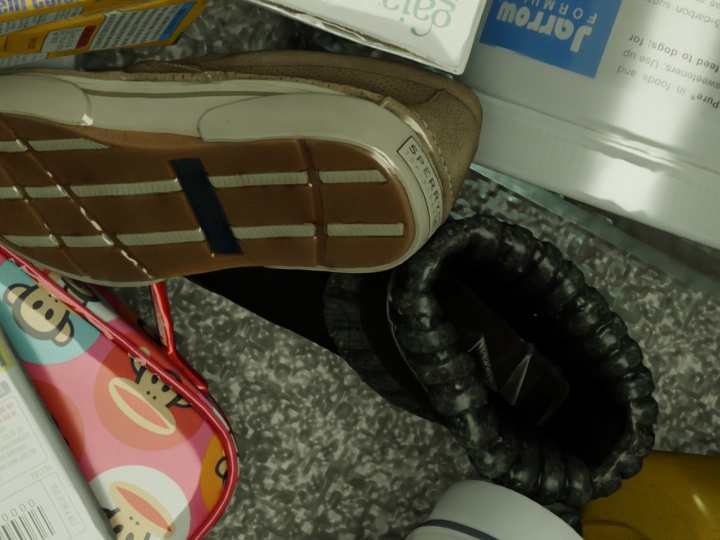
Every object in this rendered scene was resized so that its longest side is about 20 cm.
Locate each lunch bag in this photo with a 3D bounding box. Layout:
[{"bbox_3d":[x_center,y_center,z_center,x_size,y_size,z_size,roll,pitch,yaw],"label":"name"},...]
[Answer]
[{"bbox_3d":[-0.144,0.048,0.927,0.200,0.082,0.176,42,91,-6],"label":"lunch bag"}]

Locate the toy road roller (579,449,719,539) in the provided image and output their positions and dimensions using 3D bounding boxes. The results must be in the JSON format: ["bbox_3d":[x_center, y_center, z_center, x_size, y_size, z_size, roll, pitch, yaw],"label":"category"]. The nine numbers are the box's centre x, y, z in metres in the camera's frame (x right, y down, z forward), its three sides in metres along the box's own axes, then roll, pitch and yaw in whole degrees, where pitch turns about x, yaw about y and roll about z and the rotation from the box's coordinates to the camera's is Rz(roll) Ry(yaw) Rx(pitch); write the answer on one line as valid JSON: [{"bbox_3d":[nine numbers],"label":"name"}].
[{"bbox_3d":[0.143,0.135,0.903,0.123,0.200,0.146,8,80,-46],"label":"toy road roller"}]

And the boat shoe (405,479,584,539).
[{"bbox_3d":[0.022,0.124,0.883,0.072,0.200,0.066,43,66,-8],"label":"boat shoe"}]

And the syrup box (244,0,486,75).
[{"bbox_3d":[0.001,-0.117,0.862,0.079,0.200,0.081,18,94,-4],"label":"syrup box"}]

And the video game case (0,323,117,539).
[{"bbox_3d":[-0.212,0.061,0.876,0.200,0.023,0.182,-29,91,0],"label":"video game case"}]

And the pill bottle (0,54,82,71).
[{"bbox_3d":[-0.187,-0.126,0.893,0.200,0.114,0.114,14,94,-5],"label":"pill bottle"}]

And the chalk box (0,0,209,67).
[{"bbox_3d":[-0.123,-0.164,0.783,0.124,0.125,0.200,-10,90,-11],"label":"chalk box"}]

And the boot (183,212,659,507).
[{"bbox_3d":[0.002,-0.002,0.893,0.211,0.158,0.079,30,92,-6],"label":"boot"}]

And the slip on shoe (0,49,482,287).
[{"bbox_3d":[-0.053,-0.041,0.848,0.200,0.061,0.076,0,127,34],"label":"slip on shoe"}]

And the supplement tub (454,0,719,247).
[{"bbox_3d":[0.117,-0.116,0.897,0.132,0.132,0.200,19,93,-5],"label":"supplement tub"}]
